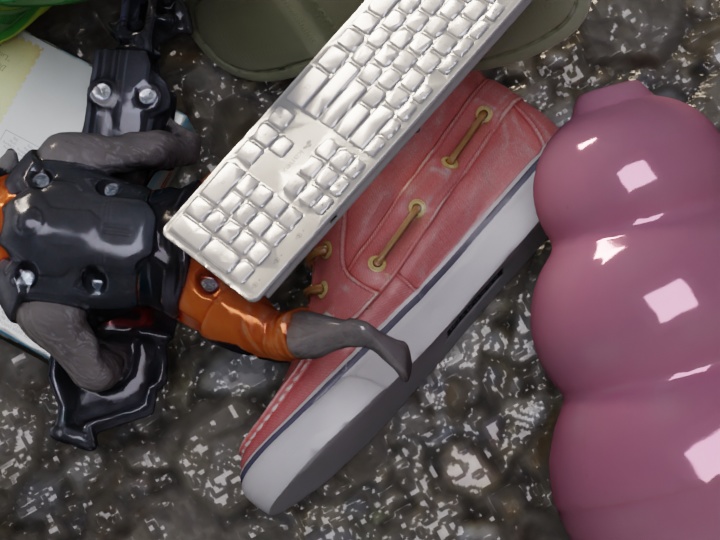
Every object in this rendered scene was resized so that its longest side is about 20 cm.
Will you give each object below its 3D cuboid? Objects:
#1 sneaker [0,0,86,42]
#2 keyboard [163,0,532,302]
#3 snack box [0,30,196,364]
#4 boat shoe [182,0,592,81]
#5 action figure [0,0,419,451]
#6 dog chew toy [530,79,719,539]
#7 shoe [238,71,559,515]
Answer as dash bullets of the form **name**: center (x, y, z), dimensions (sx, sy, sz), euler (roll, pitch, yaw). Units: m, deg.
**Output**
- **sneaker**: center (-0.133, -0.133, 1.020), dimensions (0.199, 0.083, 0.075), euler (-8, 81, 36)
- **keyboard**: center (0.011, -0.075, 0.950), dimensions (0.056, 0.011, 0.200), euler (36, 81, 33)
- **snack box**: center (-0.183, -0.056, 1.097), dimensions (0.199, 0.037, 0.117), euler (28, 82, 7)
- **boat shoe**: center (0.018, -0.121, 1.049), dimensions (0.075, 0.199, 0.066), euler (54, 51, -25)
- **action figure**: center (-0.076, -0.038, 1.014), dimensions (0.192, 0.105, 0.202), euler (-4, 76, 13)
- **dog chew toy**: center (0.122, 0.026, 1.014), dimensions (0.124, 0.125, 0.201), euler (-15, 89, 0)
- **shoe**: center (0.000, 0.000, 1.065), dimensions (0.091, 0.072, 0.200), euler (40, 78, 10)
